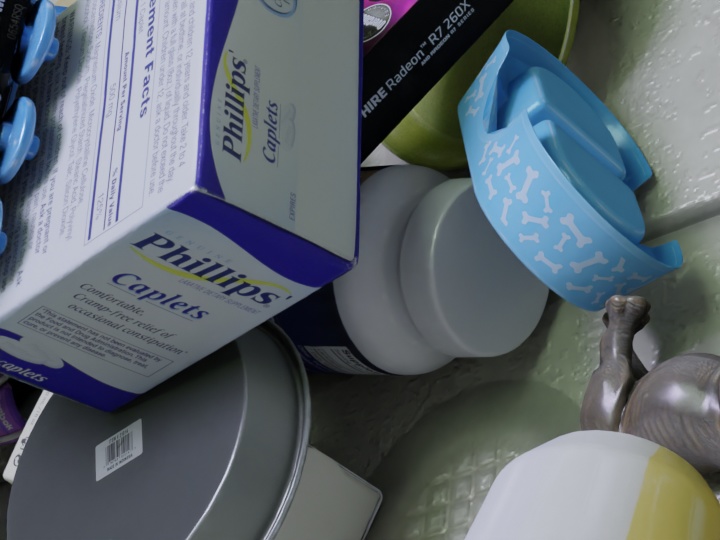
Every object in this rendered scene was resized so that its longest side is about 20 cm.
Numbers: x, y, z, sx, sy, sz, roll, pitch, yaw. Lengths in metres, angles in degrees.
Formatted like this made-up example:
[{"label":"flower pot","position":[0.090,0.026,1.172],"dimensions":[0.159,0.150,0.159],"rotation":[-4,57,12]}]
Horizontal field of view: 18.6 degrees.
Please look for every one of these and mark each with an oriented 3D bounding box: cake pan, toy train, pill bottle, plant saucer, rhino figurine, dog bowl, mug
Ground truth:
[{"label":"cake pan","position":[-0.112,0.102,1.144],"dimensions":[0.200,0.037,0.200],"rotation":[-27,45,31]},{"label":"toy train","position":[-0.215,-0.069,1.112],"dimensions":[0.114,0.087,0.200],"rotation":[-18,56,60]},{"label":"pill bottle","position":[0.000,0.000,1.217],"dimensions":[0.200,0.116,0.116],"rotation":[-2,58,45]},{"label":"plant saucer","position":[0.062,-0.158,1.297],"dimensions":[0.200,0.031,0.200],"rotation":[-1,89,48]},{"label":"rhino figurine","position":[0.183,0.057,1.024],"dimensions":[0.200,0.060,0.088],"rotation":[-2,76,44]},{"label":"dog bowl","position":[0.103,-0.050,1.139],"dimensions":[0.050,0.111,0.200],"rotation":[-44,23,19]},{"label":"mug","position":[0.115,0.164,0.975],"dimensions":[0.149,0.186,0.153],"rotation":[-57,10,53]}]

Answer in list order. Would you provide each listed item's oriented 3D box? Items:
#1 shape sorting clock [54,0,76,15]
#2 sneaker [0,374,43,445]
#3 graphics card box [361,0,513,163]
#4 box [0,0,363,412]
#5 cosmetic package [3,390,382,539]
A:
[{"label":"shape sorting clock","position":[-0.157,-0.092,1.365],"dimensions":[0.200,0.039,0.200],"rotation":[-10,73,35]},{"label":"sneaker","position":[-0.273,0.102,1.376],"dimensions":[0.114,0.073,0.200],"rotation":[-16,13,41]},{"label":"graphics card box","position":[-0.006,-0.125,1.220],"dimensions":[0.200,0.051,0.125],"rotation":[-46,33,-10]},{"label":"box","position":[-0.100,-0.055,1.112],"dimensions":[0.200,0.105,0.184],"rotation":[-30,46,39]},{"label":"cosmetic package","position":[-0.097,0.120,1.227],"dimensions":[0.200,0.105,0.071],"rotation":[6,67,50]}]
